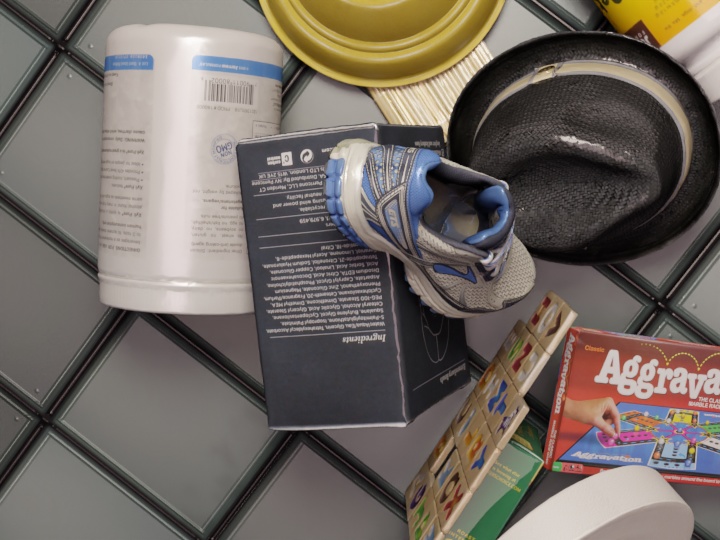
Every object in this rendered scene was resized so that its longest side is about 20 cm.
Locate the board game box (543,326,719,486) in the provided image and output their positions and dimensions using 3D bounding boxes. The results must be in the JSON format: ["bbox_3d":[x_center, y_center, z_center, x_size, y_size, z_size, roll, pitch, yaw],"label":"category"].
[{"bbox_3d":[0.233,0.103,0.864,0.199,0.019,0.103,8,94,-19],"label":"board game box"}]

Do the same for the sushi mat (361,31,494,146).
[{"bbox_3d":[0.029,-0.189,0.906,0.096,0.012,0.200,-33,90,6],"label":"sushi mat"}]

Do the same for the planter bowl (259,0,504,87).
[{"bbox_3d":[0.013,-0.237,0.856,0.200,0.083,0.201,0,93,4],"label":"planter bowl"}]

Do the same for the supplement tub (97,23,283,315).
[{"bbox_3d":[-0.125,-0.073,0.870,0.132,0.132,0.201,4,95,5],"label":"supplement tub"}]

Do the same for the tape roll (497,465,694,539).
[{"bbox_3d":[0.147,0.221,0.838,0.203,0.203,0.037,-44,52,7],"label":"tape roll"}]

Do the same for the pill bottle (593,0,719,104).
[{"bbox_3d":[0.215,-0.218,0.837,0.109,0.109,0.200,-38,89,7],"label":"pill bottle"}]

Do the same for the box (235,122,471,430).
[{"bbox_3d":[0.000,0.000,0.844,0.107,0.148,0.201,-5,93,22],"label":"box"}]

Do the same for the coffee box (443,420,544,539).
[{"bbox_3d":[0.067,0.201,0.874,0.044,0.123,0.200,31,94,4],"label":"coffee box"}]

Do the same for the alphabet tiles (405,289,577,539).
[{"bbox_3d":[0.089,0.105,0.842,0.008,0.167,0.200,32,96,-3],"label":"alphabet tiles"}]

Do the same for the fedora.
[{"bbox_3d":[0.147,-0.069,0.828,0.200,0.092,0.201,11,121,19],"label":"fedora"}]

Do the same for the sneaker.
[{"bbox_3d":[0.065,-0.021,0.746,0.085,0.200,0.077,-3,70,39],"label":"sneaker"}]
